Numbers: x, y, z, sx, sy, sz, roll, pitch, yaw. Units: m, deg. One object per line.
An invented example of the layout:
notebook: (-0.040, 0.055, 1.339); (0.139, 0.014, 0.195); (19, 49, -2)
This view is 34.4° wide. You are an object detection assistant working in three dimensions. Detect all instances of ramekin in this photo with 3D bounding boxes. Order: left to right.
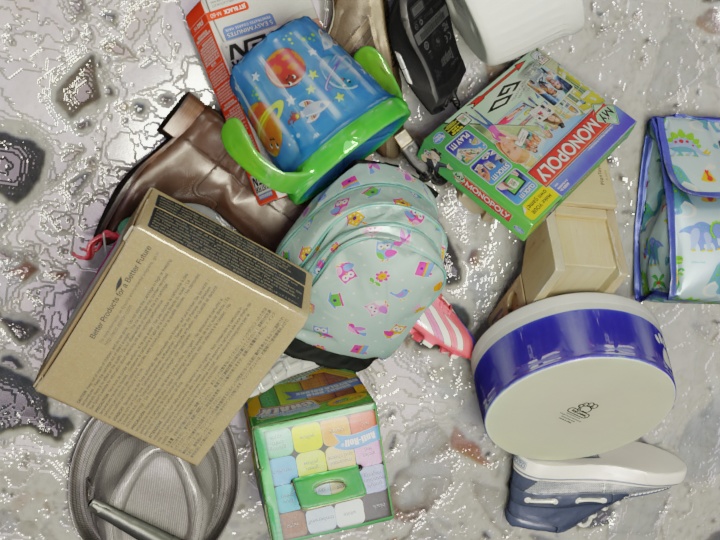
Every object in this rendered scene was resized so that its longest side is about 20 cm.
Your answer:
ramekin: (0.123, -0.295, 1.115); (0.098, 0.200, 0.201); (-29, 103, 3)

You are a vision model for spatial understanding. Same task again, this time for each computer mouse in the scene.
computer mouse: (0.056, -0.183, 1.152); (0.141, 0.046, 0.200); (-54, 132, -32)

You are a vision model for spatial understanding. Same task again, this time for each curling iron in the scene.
curling iron: (-0.185, 0.282, 1.140); (0.200, 0.026, 0.050); (40, 95, -21)

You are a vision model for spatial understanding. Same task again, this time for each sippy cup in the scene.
sippy cup: (-0.045, -0.151, 1.048); (0.140, 0.178, 0.130); (-38, 89, 14)

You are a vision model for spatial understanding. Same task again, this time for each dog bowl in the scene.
dog bowl: (0.218, 0.113, 1.193); (0.200, 0.079, 0.200); (-4, 142, -3)

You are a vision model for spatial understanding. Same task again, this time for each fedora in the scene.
fedora: (-0.208, 0.227, 1.181); (0.176, 0.090, 0.201); (13, 96, -13)

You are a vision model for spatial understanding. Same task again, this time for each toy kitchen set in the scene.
toy kitchen set: (0.154, -0.044, 1.219); (0.163, 0.181, 0.200); (4, 58, -15)

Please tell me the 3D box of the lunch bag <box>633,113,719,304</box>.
lunch bag: (0.389, -0.065, 1.240); (0.170, 0.127, 0.201); (2, 85, -9)

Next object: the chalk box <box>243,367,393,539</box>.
chalk box: (-0.043, 0.183, 1.149); (0.124, 0.200, 0.124); (-10, 100, -9)

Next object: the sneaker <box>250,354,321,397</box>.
sneaker: (-0.105, 0.094, 1.159); (0.200, 0.091, 0.078); (-11, 72, -31)

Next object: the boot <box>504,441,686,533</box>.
boot: (0.258, 0.242, 1.291); (0.199, 0.073, 0.091); (5, 112, -10)

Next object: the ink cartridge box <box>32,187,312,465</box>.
ink cartridge box: (-0.160, 0.052, 1.000); (0.165, 0.075, 0.200); (30, 119, -15)

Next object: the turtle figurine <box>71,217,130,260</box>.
turtle figurine: (-0.197, 0.019, 1.120); (0.150, 0.101, 0.200); (-29, 130, -27)

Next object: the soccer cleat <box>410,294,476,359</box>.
soccer cleat: (0.050, 0.022, 1.215); (0.200, 0.067, 0.077); (33, 87, -11)

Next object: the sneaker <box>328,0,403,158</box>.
sneaker: (-0.002, -0.210, 1.177); (0.075, 0.070, 0.201); (-7, 97, 10)

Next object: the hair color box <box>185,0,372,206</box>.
hair color box: (-0.079, -0.177, 1.134); (0.111, 0.064, 0.200); (-24, 96, -23)

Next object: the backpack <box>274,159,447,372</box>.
backpack: (0.000, 0.000, 1.070); (0.167, 0.127, 0.200); (16, 130, -28)

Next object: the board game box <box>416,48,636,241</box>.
board game box: (0.168, -0.131, 1.153); (0.135, 0.029, 0.200); (39, 55, 13)

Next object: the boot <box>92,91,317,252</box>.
boot: (-0.143, -0.051, 1.170); (0.200, 0.064, 0.187); (37, 91, -18)
